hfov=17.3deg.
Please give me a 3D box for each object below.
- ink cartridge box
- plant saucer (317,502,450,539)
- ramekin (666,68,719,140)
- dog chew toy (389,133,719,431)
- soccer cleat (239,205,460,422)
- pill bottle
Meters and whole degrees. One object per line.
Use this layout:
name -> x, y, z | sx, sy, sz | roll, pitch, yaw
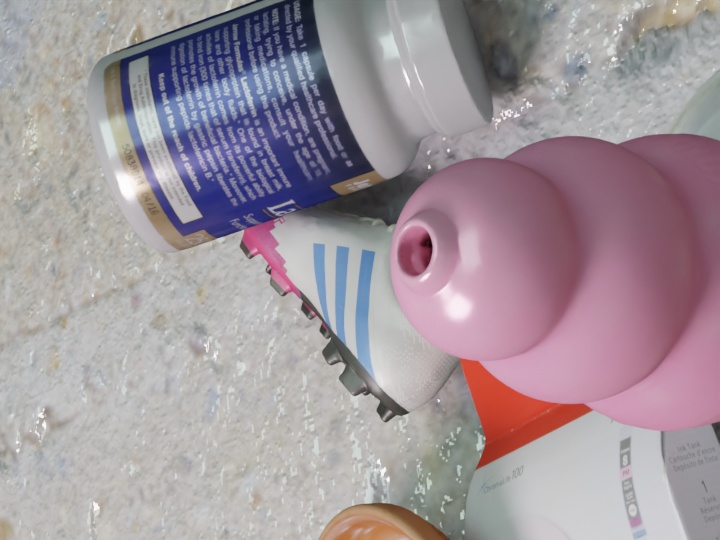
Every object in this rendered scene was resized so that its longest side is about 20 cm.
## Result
ink cartridge box -> 0.101, 0.095, 1.132 | 0.162, 0.057, 0.201 | -34, 74, 50
plant saucer -> 0.033, 0.214, 1.191 | 0.200, 0.037, 0.201 | 28, 123, 56
ramekin -> 0.212, -0.015, 1.043 | 0.202, 0.094, 0.203 | -7, 81, 47
dog chew toy -> 0.093, 0.000, 0.953 | 0.124, 0.199, 0.125 | -8, 79, 46
soccer cleat -> 0.000, 0.000, 1.302 | 0.086, 0.070, 0.200 | -42, 48, 3
pill bottle -> -0.036, -0.092, 1.270 | 0.199, 0.116, 0.116 | -18, 66, 14
